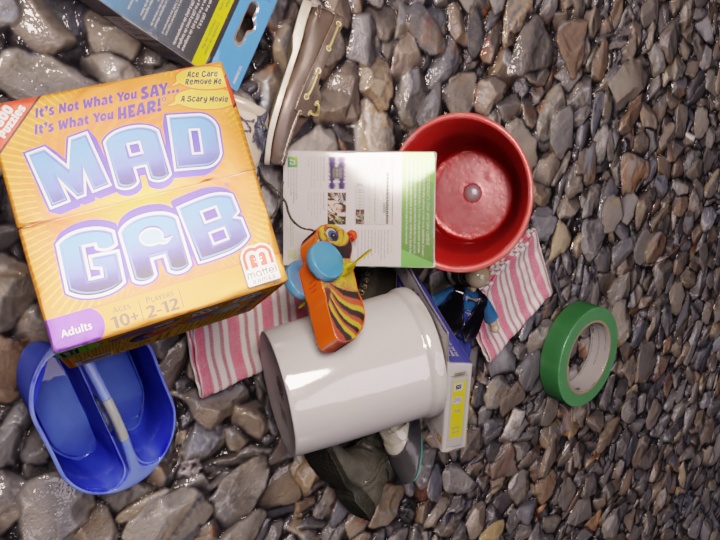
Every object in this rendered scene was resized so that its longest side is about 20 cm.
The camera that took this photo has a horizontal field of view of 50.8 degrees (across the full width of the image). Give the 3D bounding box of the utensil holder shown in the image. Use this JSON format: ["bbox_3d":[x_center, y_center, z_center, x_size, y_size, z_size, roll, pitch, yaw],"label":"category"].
[{"bbox_3d":[-0.014,0.126,0.960,0.196,0.170,0.174,-13,113,-17],"label":"utensil holder"}]

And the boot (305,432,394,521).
[{"bbox_3d":[-0.004,0.273,1.155,0.131,0.067,0.202,-54,131,-31],"label":"boot"}]

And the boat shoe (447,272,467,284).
[{"bbox_3d":[0.210,-0.061,1.228,0.202,0.060,0.074,-56,132,-13],"label":"boat shoe"}]

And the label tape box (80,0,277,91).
[{"bbox_3d":[-0.192,-0.305,0.803,0.198,0.063,0.147,29,83,-42],"label":"label tape box"}]

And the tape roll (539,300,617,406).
[{"bbox_3d":[0.434,0.165,1.501,0.198,0.048,0.205,-14,112,-38],"label":"tape roll"}]

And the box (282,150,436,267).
[{"bbox_3d":[-0.002,-0.077,0.965,0.195,0.036,0.148,1,94,2],"label":"box"}]

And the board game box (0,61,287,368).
[{"bbox_3d":[-0.206,-0.042,0.708,0.196,0.200,0.204,-16,85,-20],"label":"board game box"}]

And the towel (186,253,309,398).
[{"bbox_3d":[-0.134,0.065,0.989,0.197,0.030,0.150,-21,117,-35],"label":"towel"}]

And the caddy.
[{"bbox_3d":[-0.285,0.146,0.829,0.140,0.104,0.204,-32,122,-31],"label":"caddy"}]

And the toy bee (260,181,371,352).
[{"bbox_3d":[-0.033,-0.012,0.893,0.107,0.129,0.205,-12,94,-45],"label":"toy bee"}]

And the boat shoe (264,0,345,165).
[{"bbox_3d":[-0.071,-0.221,0.922,0.058,0.072,0.205,15,89,-11],"label":"boat shoe"}]

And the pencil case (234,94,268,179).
[{"bbox_3d":[-0.162,-0.105,0.876,0.078,0.087,0.205,-15,117,-84],"label":"pencil case"}]

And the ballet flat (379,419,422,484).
[{"bbox_3d":[0.056,0.215,1.148,0.072,0.072,0.205,23,64,-42],"label":"ballet flat"}]

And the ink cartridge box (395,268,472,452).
[{"bbox_3d":[0.094,0.100,1.022,0.046,0.199,0.204,-8,125,-14],"label":"ink cartridge box"}]

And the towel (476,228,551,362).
[{"bbox_3d":[0.264,0.043,1.318,0.200,0.030,0.148,-42,127,-24],"label":"towel"}]

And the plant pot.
[{"bbox_3d":[0.146,-0.106,1.056,0.177,0.196,0.205,-18,120,-75],"label":"plant pot"}]

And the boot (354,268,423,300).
[{"bbox_3d":[0.000,0.000,1.060,0.139,0.077,0.200,-53,129,-9],"label":"boot"}]

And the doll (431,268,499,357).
[{"bbox_3d":[0.163,0.084,1.213,0.133,0.049,0.204,12,103,-14],"label":"doll"}]
